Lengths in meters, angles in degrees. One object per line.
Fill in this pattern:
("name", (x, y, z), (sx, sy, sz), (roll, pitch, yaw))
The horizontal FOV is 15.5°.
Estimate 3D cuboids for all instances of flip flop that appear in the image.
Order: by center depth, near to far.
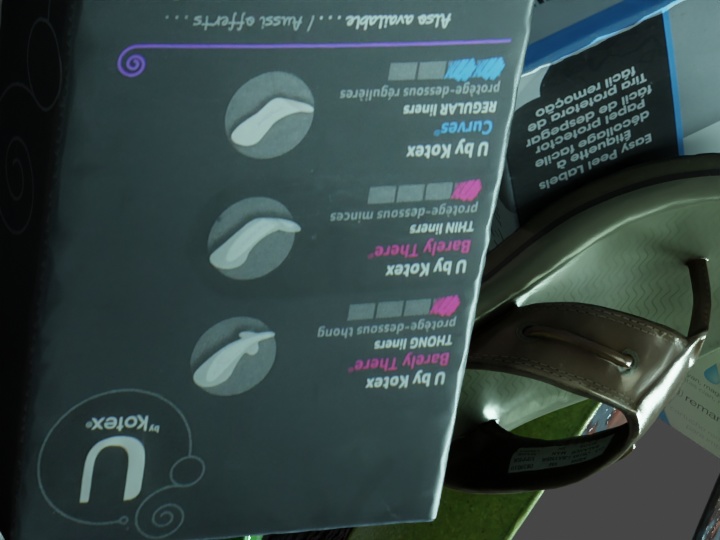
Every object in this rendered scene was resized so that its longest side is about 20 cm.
("flip flop", (0.041, 0.030, 0.694), (0.199, 0.058, 0.081), (-21, 142, -19))

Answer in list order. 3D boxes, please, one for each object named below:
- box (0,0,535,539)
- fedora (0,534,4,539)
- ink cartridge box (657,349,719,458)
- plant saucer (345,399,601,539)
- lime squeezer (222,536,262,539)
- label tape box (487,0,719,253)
("box", (-0.036, -0.055, 0.575), (0.106, 0.122, 0.201), (-3, 118, -24))
("fedora", (-0.115, 0.096, 0.696), (0.177, 0.090, 0.201), (-29, 142, -52))
("ink cartridge box", (0.174, -0.029, 1.093), (0.125, 0.128, 0.200), (-46, 159, -28))
("plant saucer", (0.039, 0.076, 0.986), (0.200, 0.048, 0.200), (-57, 177, 11))
("lime squeezer", (-0.066, 0.075, 0.868), (0.070, 0.038, 0.200), (-19, 145, -12))
("label tape box", (0.098, -0.037, 0.759), (0.143, 0.066, 0.200), (-26, 141, -9))
